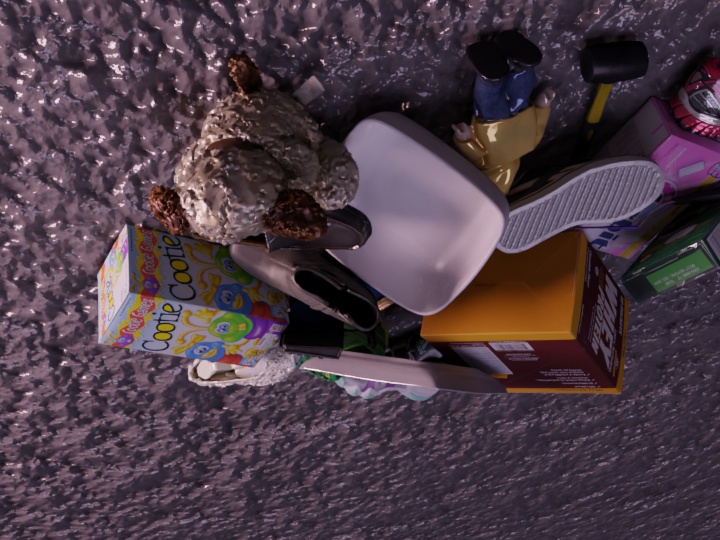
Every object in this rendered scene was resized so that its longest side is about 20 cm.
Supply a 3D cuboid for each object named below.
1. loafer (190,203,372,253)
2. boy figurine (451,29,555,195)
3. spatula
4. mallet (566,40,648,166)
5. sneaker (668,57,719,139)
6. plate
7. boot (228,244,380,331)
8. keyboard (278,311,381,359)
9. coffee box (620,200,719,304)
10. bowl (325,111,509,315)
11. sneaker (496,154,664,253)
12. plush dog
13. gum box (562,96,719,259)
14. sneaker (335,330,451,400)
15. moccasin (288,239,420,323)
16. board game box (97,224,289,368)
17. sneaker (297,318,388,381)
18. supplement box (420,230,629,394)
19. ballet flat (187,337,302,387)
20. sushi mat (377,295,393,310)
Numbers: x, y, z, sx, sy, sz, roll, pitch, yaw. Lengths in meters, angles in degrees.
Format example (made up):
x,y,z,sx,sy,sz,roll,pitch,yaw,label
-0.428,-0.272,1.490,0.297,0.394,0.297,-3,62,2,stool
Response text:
x,y,z,sx,sy,sz,roll,pitch,yaw,label
-0.088,-0.045,0.997,0.199,0.072,0.073,8,138,12,loafer
0.153,-0.158,0.980,0.124,0.064,0.200,-27,148,-12,boy figurine
0.351,-0.070,1.062,0.200,0.021,0.057,-18,-176,-2,spatula
0.250,-0.173,1.015,0.066,0.041,0.200,-3,146,-14,mallet
0.448,-0.182,1.018,0.199,0.081,0.075,4,139,-19,sneaker
0.058,0.127,1.146,0.199,0.032,0.200,3,173,34,plate
-0.063,0.002,1.032,0.200,0.068,0.131,28,178,2,boot
-0.035,0.079,1.151,0.127,0.200,0.021,3,101,-1,keyboard
0.408,-0.042,1.101,0.200,0.044,0.123,-38,-177,-42,coffee box
0.055,-0.067,1.010,0.200,0.075,0.200,37,132,2,bowl
0.237,-0.089,1.040,0.200,0.079,0.079,-18,118,10,sneaker
-0.110,-0.097,0.884,0.199,0.172,0.161,1,135,9,plush dog
0.338,-0.108,1.094,0.113,0.066,0.200,13,136,-28,gum box
0.064,0.122,1.322,0.200,0.078,0.140,7,139,-39,sneaker
0.000,0.000,1.142,0.200,0.068,0.080,-26,140,12,moccasin
-0.201,0.034,1.099,0.200,0.105,0.103,12,136,-30,board game box
-0.059,0.110,1.257,0.199,0.084,0.074,-11,144,0,sneaker
0.216,0.061,1.174,0.197,0.133,0.200,-4,151,32,supplement box
-0.160,0.125,1.212,0.072,0.072,0.200,24,149,-38,ballet flat
0.075,-0.004,1.143,0.200,0.096,0.012,-34,107,27,sushi mat
